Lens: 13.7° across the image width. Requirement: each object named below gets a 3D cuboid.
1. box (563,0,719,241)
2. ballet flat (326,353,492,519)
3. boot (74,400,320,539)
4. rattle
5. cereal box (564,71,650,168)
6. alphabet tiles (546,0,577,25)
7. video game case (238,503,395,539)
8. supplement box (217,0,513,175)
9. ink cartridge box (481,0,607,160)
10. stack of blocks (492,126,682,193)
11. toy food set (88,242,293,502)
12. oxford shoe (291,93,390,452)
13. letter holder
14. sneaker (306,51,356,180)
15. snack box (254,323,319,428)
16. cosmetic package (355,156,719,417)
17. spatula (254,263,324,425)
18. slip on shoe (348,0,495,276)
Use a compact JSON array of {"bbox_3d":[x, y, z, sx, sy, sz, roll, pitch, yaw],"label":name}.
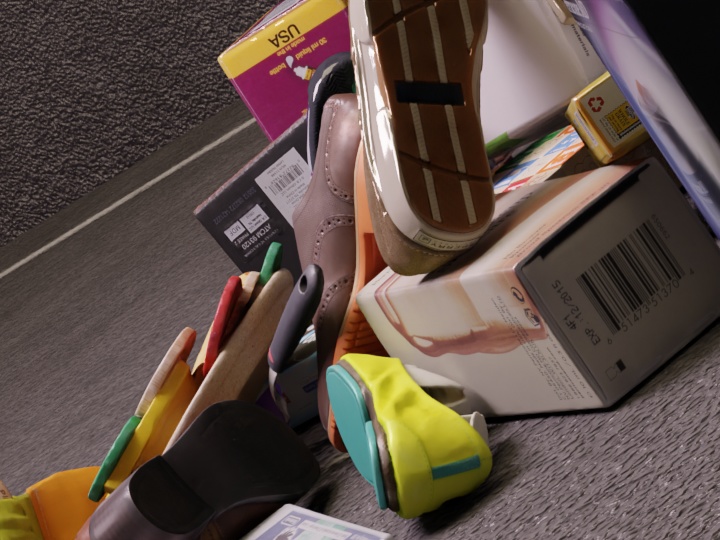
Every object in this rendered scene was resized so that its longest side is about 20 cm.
[{"bbox_3d":[0.189,-0.070,1.250,0.123,0.199,0.200,-34,8,0],"label":"box"},{"bbox_3d":[0.028,0.081,1.514,0.067,0.067,0.200,-14,11,-5],"label":"ballet flat"},{"bbox_3d":[-0.123,0.167,1.608,0.200,0.068,0.188,-48,-5,30],"label":"boot"},{"bbox_3d":[-0.239,0.194,1.836,0.143,0.130,0.200,-29,-27,-58],"label":"rattle"},{"bbox_3d":[0.192,-0.123,1.478,0.200,0.040,0.144,-34,-2,3],"label":"cereal box"},{"bbox_3d":[0.145,-0.193,1.600,0.199,0.167,0.008,-6,-40,-35],"label":"alphabet tiles"},{"bbox_3d":[-0.078,0.180,1.459,0.182,0.023,0.200,-37,9,-13],"label":"video game case"},{"bbox_3d":[0.010,-0.103,2.052,0.103,0.200,0.131,-30,10,21],"label":"supplement box"},{"bbox_3d":[0.120,-0.133,1.654,0.200,0.084,0.145,-25,-4,-45],"label":"ink cartridge box"},{"bbox_3d":[0.151,-0.067,1.811,0.200,0.059,0.115,-39,10,-28],"label":"stack of blocks"},{"bbox_3d":[-0.094,0.076,1.735,0.201,0.049,0.198,-59,-3,-15],"label":"toy food set"},{"bbox_3d":[0.000,0.000,1.640,0.071,0.201,0.073,-9,25,-42],"label":"oxford shoe"},{"bbox_3d":[0.017,-0.077,1.898,0.200,0.101,0.142,-39,3,35],"label":"letter holder"},{"bbox_3d":[0.004,-0.041,1.717,0.074,0.201,0.087,-30,30,-15],"label":"sneaker"},{"bbox_3d":[0.009,0.028,1.891,0.116,0.037,0.200,-31,10,27],"label":"snack box"},{"bbox_3d":[0.091,0.012,1.523,0.103,0.087,0.200,-39,10,-22],"label":"cosmetic package"},{"bbox_3d":[-0.044,0.060,1.661,0.020,0.057,0.200,-3,-35,-14],"label":"spatula"},{"bbox_3d":[0.029,-0.092,1.531,0.076,0.201,0.061,3,-27,-21],"label":"slip on shoe"}]
